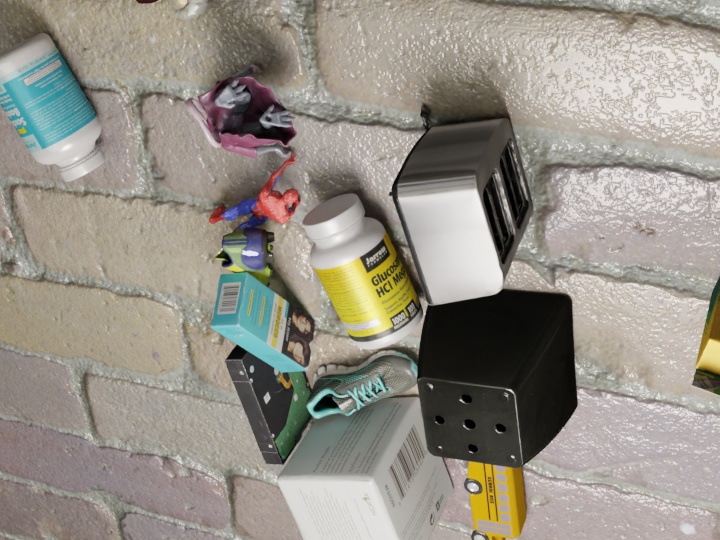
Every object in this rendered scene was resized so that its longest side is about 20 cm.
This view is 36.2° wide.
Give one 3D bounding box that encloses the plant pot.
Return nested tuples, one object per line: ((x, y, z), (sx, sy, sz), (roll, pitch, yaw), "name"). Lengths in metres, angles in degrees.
((0.174, 0.156, 1.507), (0.199, 0.177, 0.200), (5, 125, 23), "plant pot")

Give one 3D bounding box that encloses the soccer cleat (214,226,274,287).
((-0.167, -0.017, 1.579), (0.084, 0.065, 0.200), (2, 164, -6), "soccer cleat")

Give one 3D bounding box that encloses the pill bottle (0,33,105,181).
((-0.448, -0.230, 1.588), (0.111, 0.111, 0.200), (-15, 114, 33), "pill bottle")

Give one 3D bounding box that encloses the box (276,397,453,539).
((0.012, 0.329, 1.687), (0.171, 0.199, 0.200), (-5, 119, 29), "box")

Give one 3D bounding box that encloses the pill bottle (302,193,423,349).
((0.000, 0.000, 1.526), (0.112, 0.112, 0.200), (-13, 116, 32), "pill bottle")

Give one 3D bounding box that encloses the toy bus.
((0.208, 0.343, 1.690), (0.078, 0.065, 0.200), (3, 122, 22), "toy bus")

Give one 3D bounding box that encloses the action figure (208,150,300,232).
((-0.129, -0.101, 1.561), (0.065, 0.099, 0.200), (51, 151, -16), "action figure")

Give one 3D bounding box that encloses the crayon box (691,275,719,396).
((0.470, 0.082, 1.295), (0.126, 0.200, 0.052), (21, 128, 12), "crayon box")

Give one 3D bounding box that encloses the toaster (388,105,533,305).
((0.127, -0.085, 1.366), (0.119, 0.181, 0.200), (-6, 120, 26), "toaster")

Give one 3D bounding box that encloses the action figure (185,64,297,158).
((-0.165, -0.186, 1.457), (0.134, 0.149, 0.200), (62, 158, -10), "action figure")

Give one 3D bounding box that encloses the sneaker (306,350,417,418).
((0.001, 0.183, 1.664), (0.200, 0.091, 0.078), (-19, 112, 34), "sneaker")

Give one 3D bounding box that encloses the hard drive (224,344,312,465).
((-0.134, 0.179, 1.696), (0.038, 0.140, 0.200), (-3, 121, 28), "hard drive")

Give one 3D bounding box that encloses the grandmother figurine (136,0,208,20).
((-0.281, -0.396, 1.431), (0.200, 0.061, 0.121), (39, 139, 1), "grandmother figurine")

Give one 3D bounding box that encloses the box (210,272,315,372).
((-0.138, 0.079, 1.603), (0.049, 0.082, 0.200), (-4, 156, 27), "box")
